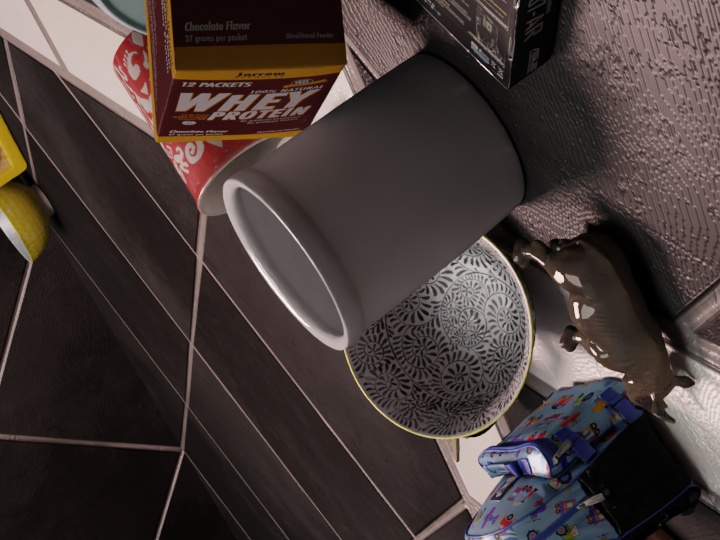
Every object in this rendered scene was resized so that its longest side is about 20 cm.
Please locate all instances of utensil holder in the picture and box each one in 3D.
[{"bbox_3d":[0.012,-0.062,1.304,0.170,0.199,0.170,47,163,19],"label":"utensil holder"}]

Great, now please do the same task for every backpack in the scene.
[{"bbox_3d":[0.173,0.209,1.405,0.135,0.199,0.182,54,165,-4],"label":"backpack"}]

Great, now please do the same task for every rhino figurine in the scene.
[{"bbox_3d":[0.203,0.049,1.243,0.087,0.060,0.201,3,132,56],"label":"rhino figurine"}]

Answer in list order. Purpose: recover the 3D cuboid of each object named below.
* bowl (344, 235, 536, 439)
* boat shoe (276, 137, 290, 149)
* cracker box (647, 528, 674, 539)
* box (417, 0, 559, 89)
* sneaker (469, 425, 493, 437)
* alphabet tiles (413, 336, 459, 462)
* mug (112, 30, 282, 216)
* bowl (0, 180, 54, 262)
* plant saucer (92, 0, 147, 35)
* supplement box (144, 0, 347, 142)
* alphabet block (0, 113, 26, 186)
[{"bbox_3d":[0.089,0.047,1.443,0.199,0.094,0.203,5,98,32],"label":"bowl"},{"bbox_3d":[0.006,-0.069,1.559,0.201,0.072,0.060,39,-158,10],"label":"boat shoe"},{"bbox_3d":[0.301,0.334,1.558,0.134,0.058,0.201,42,161,34],"label":"cracker box"},{"bbox_3d":[0.057,-0.243,1.084,0.200,0.043,0.161,47,163,22],"label":"box"},{"bbox_3d":[0.081,0.072,1.643,0.202,0.074,0.115,67,168,-20],"label":"sneaker"},{"bbox_3d":[0.052,0.084,1.590,0.201,0.007,0.168,62,172,23],"label":"alphabet tiles"},{"bbox_3d":[-0.181,-0.171,1.764,0.201,0.133,0.178,52,163,16],"label":"mug"},{"bbox_3d":[-0.746,-0.129,3.487,0.200,0.107,0.201,49,164,19],"label":"bowl"},{"bbox_3d":[-0.168,-0.272,1.439,0.201,0.198,0.028,81,-171,-58],"label":"plant saucer"},{"bbox_3d":[-0.100,-0.225,1.257,0.200,0.131,0.200,136,130,-74],"label":"supplement box"},{"bbox_3d":[-0.868,-0.280,3.376,0.200,0.195,0.197,39,161,38],"label":"alphabet block"}]
